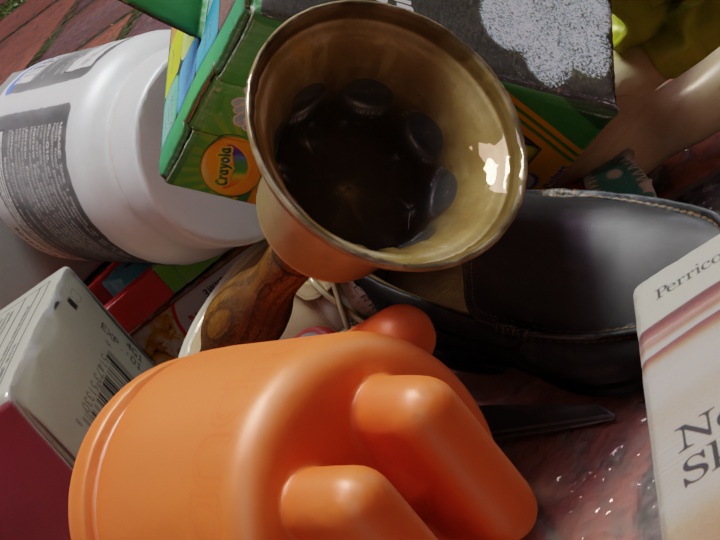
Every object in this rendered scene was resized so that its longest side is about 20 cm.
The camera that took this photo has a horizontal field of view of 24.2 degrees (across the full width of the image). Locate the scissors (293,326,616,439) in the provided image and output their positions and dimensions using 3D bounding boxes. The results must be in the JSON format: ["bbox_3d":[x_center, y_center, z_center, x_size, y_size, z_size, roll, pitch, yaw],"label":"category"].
[{"bbox_3d":[0.020,0.070,0.680,0.199,0.014,0.074,12,78,49],"label":"scissors"}]

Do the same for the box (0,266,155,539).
[{"bbox_3d":[-0.196,0.113,0.830,0.199,0.109,0.128,-32,21,19],"label":"box"}]

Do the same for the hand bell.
[{"bbox_3d":[-0.024,-0.005,0.651,0.104,0.104,0.200,-53,1,-34],"label":"hand bell"}]

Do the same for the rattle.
[{"bbox_3d":[0.104,-0.099,0.723,0.130,0.143,0.200,12,47,47],"label":"rattle"}]

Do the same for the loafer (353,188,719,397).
[{"bbox_3d":[0.065,0.003,0.632,0.200,0.072,0.073,-9,57,52],"label":"loafer"}]

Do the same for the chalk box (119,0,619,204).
[{"bbox_3d":[-0.012,-0.104,0.690,0.124,0.199,0.125,127,152,-53],"label":"chalk box"}]

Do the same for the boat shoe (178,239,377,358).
[{"bbox_3d":[0.000,0.000,0.779,0.200,0.074,0.069,-42,14,-10],"label":"boat shoe"}]

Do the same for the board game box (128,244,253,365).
[{"bbox_3d":[-0.113,0.020,0.975,0.200,0.046,0.152,-37,20,8],"label":"board game box"}]

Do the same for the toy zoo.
[{"bbox_3d":[-0.158,0.021,0.951,0.200,0.020,0.131,-40,20,0],"label":"toy zoo"}]

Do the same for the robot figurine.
[{"bbox_3d":[-0.028,0.081,0.594,0.200,0.116,0.145,-10,73,53],"label":"robot figurine"}]

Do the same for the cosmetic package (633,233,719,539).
[{"bbox_3d":[0.132,0.059,0.398,0.103,0.087,0.200,-33,20,19],"label":"cosmetic package"}]

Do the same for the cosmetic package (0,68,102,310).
[{"bbox_3d":[-0.218,-0.013,0.946,0.200,0.107,0.090,-48,21,-16],"label":"cosmetic package"}]

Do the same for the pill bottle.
[{"bbox_3d":[-0.108,-0.060,0.843,0.114,0.114,0.200,-47,22,-20],"label":"pill bottle"}]
